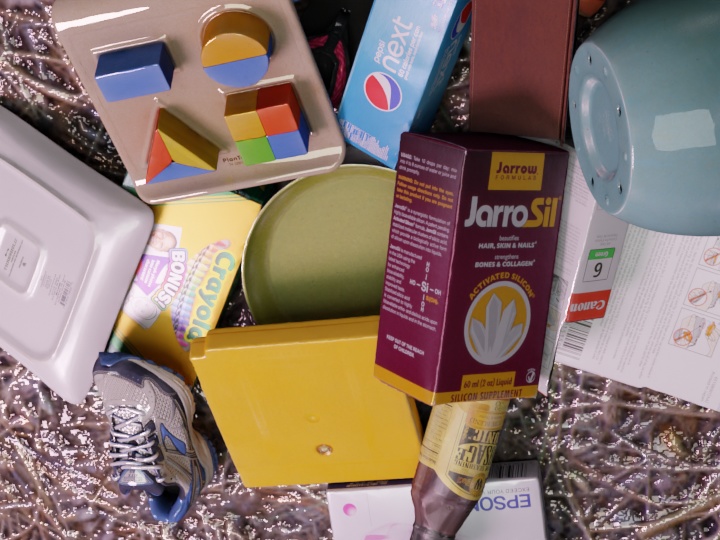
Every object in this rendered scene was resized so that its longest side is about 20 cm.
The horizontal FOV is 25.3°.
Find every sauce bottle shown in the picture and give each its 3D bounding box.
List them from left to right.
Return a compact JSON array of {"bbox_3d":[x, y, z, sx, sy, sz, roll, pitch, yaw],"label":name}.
[{"bbox_3d":[0.081,0.167,1.385,0.065,0.066,0.202,15,95,3],"label":"sauce bottle"}]

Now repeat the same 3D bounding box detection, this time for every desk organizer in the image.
[{"bbox_3d":[0.124,-0.191,1.200,0.076,0.072,0.201,7,142,7],"label":"desk organizer"}]

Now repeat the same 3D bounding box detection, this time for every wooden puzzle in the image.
[{"bbox_3d":[-0.124,-0.137,1.242,0.183,0.047,0.201,-9,131,13],"label":"wooden puzzle"}]

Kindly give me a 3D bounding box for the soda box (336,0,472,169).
[{"bbox_3d":[0.042,-0.181,1.246,0.064,0.068,0.201,31,134,10],"label":"soda box"}]

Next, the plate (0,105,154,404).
[{"bbox_3d":[-0.288,-0.013,1.380,0.199,0.032,0.201,33,113,19],"label":"plate"}]

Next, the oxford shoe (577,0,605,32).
[{"bbox_3d":[0.093,-0.245,1.255,0.199,0.071,0.073,37,116,-6],"label":"oxford shoe"}]

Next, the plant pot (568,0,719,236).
[{"bbox_3d":[0.244,-0.116,1.160,0.159,0.201,0.202,-11,110,-9],"label":"plant pot"}]

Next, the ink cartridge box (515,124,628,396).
[{"bbox_3d":[0.156,-0.012,1.311,0.050,0.109,0.202,-7,118,-36],"label":"ink cartridge box"}]

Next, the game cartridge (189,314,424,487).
[{"bbox_3d":[-0.040,0.115,1.382,0.174,0.033,0.201,-5,136,10],"label":"game cartridge"}]

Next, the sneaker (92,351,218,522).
[{"bbox_3d":[-0.181,0.149,1.388,0.076,0.086,0.201,3,141,26],"label":"sneaker"}]

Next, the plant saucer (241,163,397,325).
[{"bbox_3d":[0.000,0.000,1.349,0.198,0.031,0.202,2,114,4],"label":"plant saucer"}]

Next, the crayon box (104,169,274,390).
[{"bbox_3d":[-0.165,-0.003,1.388,0.118,0.058,0.201,23,112,0],"label":"crayon box"}]

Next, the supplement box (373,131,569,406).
[{"bbox_3d":[0.086,-0.004,1.262,0.110,0.085,0.202,-2,104,-35],"label":"supplement box"}]

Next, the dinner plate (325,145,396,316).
[{"bbox_3d":[0.033,-0.015,1.374,0.198,0.024,0.202,3,112,8],"label":"dinner plate"}]

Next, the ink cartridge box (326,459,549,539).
[{"bbox_3d":[0.078,0.275,1.466,0.194,0.043,0.202,-6,108,10],"label":"ink cartridge box"}]

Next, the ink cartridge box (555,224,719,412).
[{"bbox_3d":[0.263,0.004,1.336,0.172,0.044,0.202,17,112,1],"label":"ink cartridge box"}]

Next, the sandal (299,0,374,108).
[{"bbox_3d":[-0.045,-0.154,1.320,0.075,0.045,0.200,37,111,-6],"label":"sandal"}]
